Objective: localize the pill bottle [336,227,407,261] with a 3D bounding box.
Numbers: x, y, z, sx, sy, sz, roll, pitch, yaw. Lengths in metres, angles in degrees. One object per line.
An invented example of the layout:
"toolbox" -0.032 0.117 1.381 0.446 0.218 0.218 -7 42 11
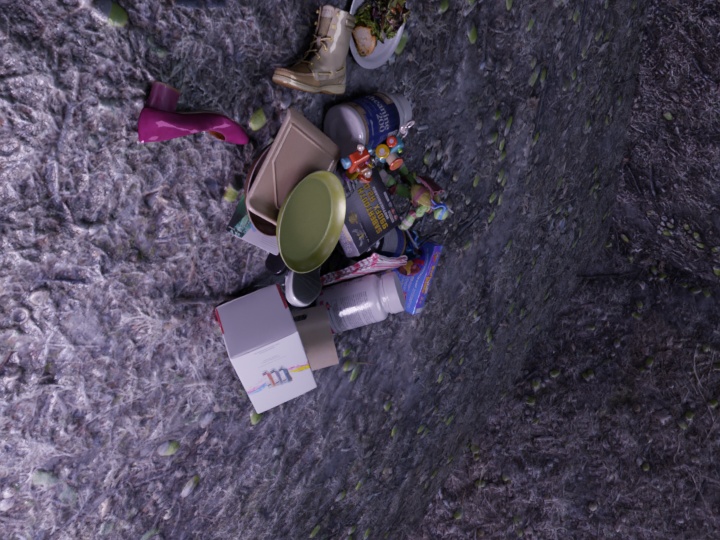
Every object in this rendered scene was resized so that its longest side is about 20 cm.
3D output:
"pill bottle" 0.024 -0.074 1.568 0.199 0.111 0.113 4 109 -57

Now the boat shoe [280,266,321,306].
"boat shoe" -0.128 0.019 1.361 0.074 0.203 0.065 38 115 -22

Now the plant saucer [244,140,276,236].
"plant saucer" -0.154 -0.166 1.236 0.199 0.034 0.203 -35 138 -38

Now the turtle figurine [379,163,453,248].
"turtle figurine" 0.123 -0.170 1.592 0.144 0.194 0.200 -47 173 1

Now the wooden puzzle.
"wooden puzzle" -0.126 -0.180 1.209 0.185 0.037 0.203 28 83 -59

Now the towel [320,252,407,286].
"towel" 0.000 0.000 1.548 0.146 0.198 0.030 -1 74 -56

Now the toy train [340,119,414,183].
"toy train" 0.037 -0.232 1.333 0.199 0.056 0.150 -33 175 -27

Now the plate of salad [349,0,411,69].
"plate of salad" 0.045 -0.519 1.333 0.199 0.048 0.202 -36 139 -39

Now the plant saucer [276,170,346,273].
"plant saucer" -0.099 -0.096 1.235 0.199 0.031 0.203 -34 134 -44

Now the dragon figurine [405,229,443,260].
"dragon figurine" 0.126 -0.056 1.698 0.059 0.197 0.101 -10 99 -73

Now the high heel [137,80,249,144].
"high heel" -0.270 -0.221 1.048 0.199 0.067 0.098 21 85 -45

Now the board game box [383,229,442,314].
"board game box" 0.132 0.001 1.768 0.045 0.133 0.203 -5 117 -54

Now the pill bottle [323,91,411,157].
"pill bottle" 0.022 -0.320 1.382 0.199 0.110 0.112 -32 137 -42

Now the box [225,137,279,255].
"box" -0.173 -0.143 1.287 0.144 0.036 0.202 27 88 -59

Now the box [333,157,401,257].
"box" -0.010 -0.156 1.425 0.158 0.048 0.202 -38 109 -37

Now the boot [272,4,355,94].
"boot" -0.081 -0.412 1.193 0.199 0.072 0.158 -17 127 -53

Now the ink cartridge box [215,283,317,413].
"ink cartridge box" -0.193 0.164 1.334 0.143 0.146 0.202 -22 137 -10

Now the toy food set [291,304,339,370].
"toy food set" -0.133 0.169 1.517 0.141 0.061 0.202 -14 137 -3

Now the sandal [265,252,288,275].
"sandal" -0.133 -0.078 1.367 0.201 0.075 0.045 -57 147 4

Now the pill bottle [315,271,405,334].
"pill bottle" 0.001 0.075 1.541 0.113 0.197 0.115 -16 90 -78
